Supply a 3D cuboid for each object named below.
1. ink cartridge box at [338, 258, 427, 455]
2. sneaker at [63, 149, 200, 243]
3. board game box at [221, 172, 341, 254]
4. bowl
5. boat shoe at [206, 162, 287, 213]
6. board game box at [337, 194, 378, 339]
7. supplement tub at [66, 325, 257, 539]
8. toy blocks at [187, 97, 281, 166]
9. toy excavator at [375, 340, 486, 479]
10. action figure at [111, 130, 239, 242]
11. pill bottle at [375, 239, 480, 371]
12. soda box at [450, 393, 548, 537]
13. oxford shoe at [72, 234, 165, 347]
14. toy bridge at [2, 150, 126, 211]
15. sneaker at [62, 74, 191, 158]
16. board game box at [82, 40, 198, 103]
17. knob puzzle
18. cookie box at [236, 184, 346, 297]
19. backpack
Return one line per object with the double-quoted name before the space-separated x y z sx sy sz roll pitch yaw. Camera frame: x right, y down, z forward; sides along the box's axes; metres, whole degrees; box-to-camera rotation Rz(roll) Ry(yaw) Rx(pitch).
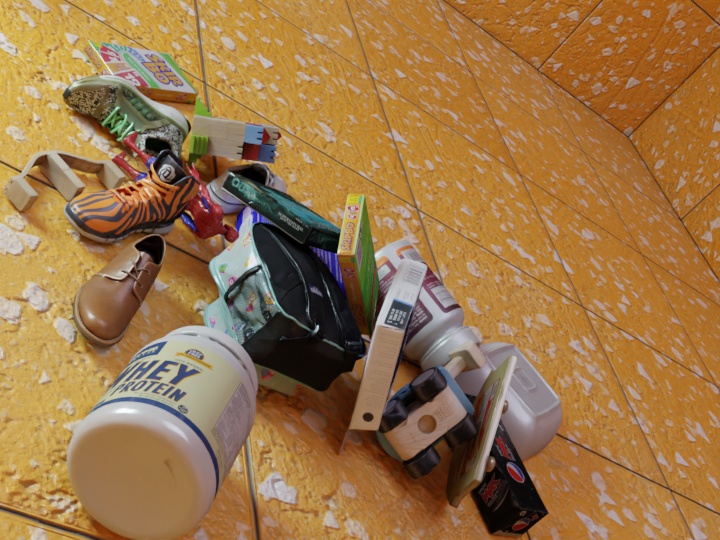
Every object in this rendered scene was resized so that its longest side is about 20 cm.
"ink cartridge box" 0.031 0.113 1.398 0.043 0.201 0.198 18 27 3
"sneaker" -0.279 -0.101 1.359 0.078 0.112 0.200 49 26 12
"board game box" -0.088 -0.071 1.423 0.135 0.028 0.200 34 6 16
"bowl" 0.237 0.195 1.728 0.200 0.075 0.199 51 25 17
"boat shoe" -0.157 -0.127 1.637 0.074 0.067 0.200 48 25 8
"board game box" 0.000 0.000 1.428 0.201 0.030 0.096 75 20 -53
"supplement tub" -0.186 0.154 1.071 0.145 0.145 0.200 40 25 -7
"toy blocks" -0.181 -0.194 1.593 0.135 0.101 0.200 8 8 -9
"toy excavator" 0.100 0.172 1.477 0.100 0.194 0.200 53 -4 -8
"action figure" -0.244 -0.106 1.476 0.200 0.065 0.052 42 30 -1
"pill bottle" 0.087 0.063 1.656 0.201 0.114 0.114 53 26 17
"soda box" 0.185 0.275 1.536 0.070 0.063 0.201 19 35 -42
"oxford shoe" -0.273 0.014 1.244 0.071 0.071 0.201 38 27 -15
"toy bridge" -0.373 -0.119 1.348 0.067 0.027 0.200 46 25 7
"sneaker" -0.321 -0.204 1.513 0.199 0.077 0.089 21 42 -36
"board game box" -0.337 -0.309 1.698 0.096 0.030 0.199 53 24 17
"knob puzzle" 0.161 0.226 1.443 0.030 0.221 0.220 21 27 -2
"cookie box" -0.081 -0.006 1.554 0.199 0.075 0.172 32 28 -24
"backpack" -0.103 0.046 1.348 0.175 0.153 0.201 25 36 -45
